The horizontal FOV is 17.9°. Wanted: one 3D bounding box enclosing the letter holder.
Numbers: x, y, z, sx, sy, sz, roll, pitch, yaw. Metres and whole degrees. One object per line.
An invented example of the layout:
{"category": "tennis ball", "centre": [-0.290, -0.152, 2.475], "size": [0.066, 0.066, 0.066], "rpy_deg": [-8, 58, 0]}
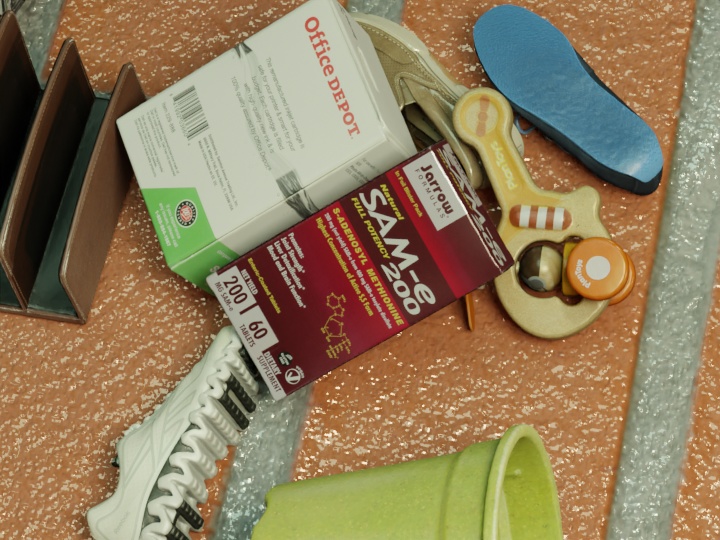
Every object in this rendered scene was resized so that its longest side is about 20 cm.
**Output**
{"category": "letter holder", "centre": [-0.246, -0.084, 1.763], "size": [0.100, 0.142, 0.201], "rpy_deg": [9, 63, 11]}

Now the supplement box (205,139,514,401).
{"category": "supplement box", "centre": [0.000, 0.000, 1.676], "size": [0.199, 0.061, 0.109], "rpy_deg": [-30, 91, 15]}

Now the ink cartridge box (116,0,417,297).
{"category": "ink cartridge box", "centre": [-0.068, -0.095, 1.747], "size": [0.199, 0.084, 0.146], "rpy_deg": [-29, 61, 14]}

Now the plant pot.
{"category": "plant pot", "centre": [0.029, 0.209, 1.554], "size": [0.183, 0.201, 0.201], "rpy_deg": [-3, 61, 17]}

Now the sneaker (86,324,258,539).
{"category": "sneaker", "centre": [-0.137, 0.123, 1.684], "size": [0.081, 0.075, 0.201], "rpy_deg": [14, 64, 23]}

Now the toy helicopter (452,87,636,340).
{"category": "toy helicopter", "centre": [0.115, -0.041, 1.715], "size": [0.132, 0.079, 0.201], "rpy_deg": [-25, 82, 9]}

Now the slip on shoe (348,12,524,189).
{"category": "slip on shoe", "centre": [0.036, -0.130, 1.793], "size": [0.200, 0.076, 0.061], "rpy_deg": [41, 51, 16]}

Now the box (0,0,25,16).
{"category": "box", "centre": [-0.352, -0.286, 1.909], "size": [0.199, 0.050, 0.158], "rpy_deg": [13, 44, 14]}

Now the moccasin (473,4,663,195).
{"category": "moccasin", "centre": [0.157, -0.124, 1.784], "size": [0.080, 0.068, 0.200], "rpy_deg": [-36, 62, -4]}
